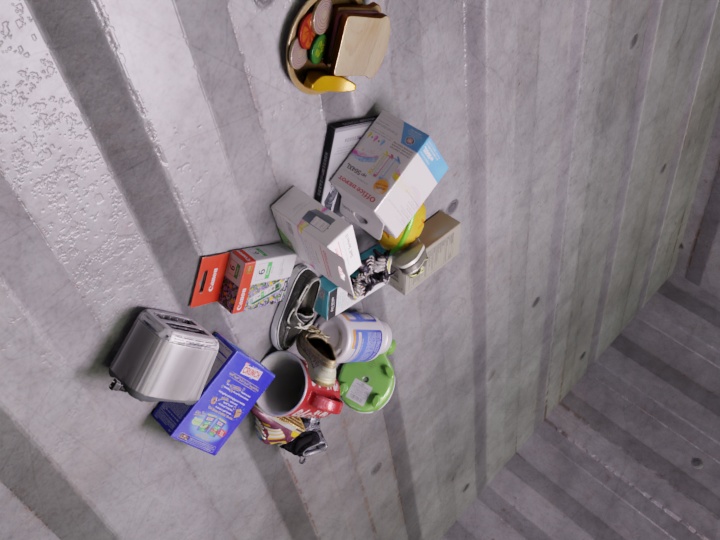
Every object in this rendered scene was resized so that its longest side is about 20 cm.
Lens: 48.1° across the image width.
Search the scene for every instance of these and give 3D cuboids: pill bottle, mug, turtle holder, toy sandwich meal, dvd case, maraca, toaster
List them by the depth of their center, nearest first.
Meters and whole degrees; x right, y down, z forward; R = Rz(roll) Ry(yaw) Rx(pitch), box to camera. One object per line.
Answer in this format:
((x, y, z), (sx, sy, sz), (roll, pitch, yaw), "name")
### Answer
((-0.038, -0.375, 1.346), (0.204, 0.070, 0.208), (-35, 143, -31), "toy sandwich meal")
((-0.336, 0.147, 1.384), (0.199, 0.113, 0.131), (21, 98, -56), "toaster")
((-0.022, -0.198, 1.579), (0.149, 0.025, 0.203), (-21, 134, -44), "dvd case")
((0.091, -0.131, 1.704), (0.105, 0.138, 0.203), (11, 117, -22), "maraca")
((-0.120, 0.275, 1.753), (0.133, 0.178, 0.200), (-42, 154, 7), "mug")
((-0.013, 0.152, 1.835), (0.199, 0.111, 0.113), (8, 113, -56), "pill bottle")
((0.018, 0.256, 1.981), (0.132, 0.138, 0.189), (66, 23, -72), "turtle holder")

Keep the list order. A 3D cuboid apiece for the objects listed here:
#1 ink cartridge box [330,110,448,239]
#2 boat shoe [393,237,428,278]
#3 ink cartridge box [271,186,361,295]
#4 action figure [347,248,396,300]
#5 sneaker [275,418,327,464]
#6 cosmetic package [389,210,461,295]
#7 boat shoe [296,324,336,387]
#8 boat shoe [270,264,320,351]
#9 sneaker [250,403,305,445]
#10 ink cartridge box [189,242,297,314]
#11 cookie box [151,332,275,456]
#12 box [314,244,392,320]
((0.049, -0.174, 1.552), (0.201, 0.128, 0.125), (-53, 149, -5), "ink cartridge box")
((0.113, -0.021, 1.727), (0.071, 0.061, 0.202), (-24, -169, 8), "boat shoe")
((-0.067, -0.054, 1.480), (0.067, 0.199, 0.118), (-41, 147, -21), "ink cartridge box")
((0.000, 0.000, 1.661), (0.198, 0.102, 0.120), (21, 113, -29), "action figure")
((-0.105, 0.355, 1.894), (0.201, 0.113, 0.076), (-52, 149, -6), "sneaker")
((0.148, -0.043, 1.915), (0.199, 0.071, 0.106), (-35, 143, -31), "cosmetic package")
((-0.084, 0.163, 1.676), (0.072, 0.201, 0.064), (10, 114, -24), "boat shoe")
((-0.131, 0.089, 1.657), (0.070, 0.063, 0.203), (-16, 132, -46), "boat shoe")
((-0.204, 0.339, 1.783), (0.090, 0.075, 0.200), (-39, 138, 7), "sneaker")
((-0.213, 0.018, 1.489), (0.198, 0.050, 0.111), (-13, 129, -50), "ink cartridge box")
((-0.283, 0.244, 1.580), (0.201, 0.075, 0.171), (-52, 149, -7), "cookie box")
((-0.016, 0.024, 1.771), (0.199, 0.049, 0.083), (-30, 141, -36), "box")
